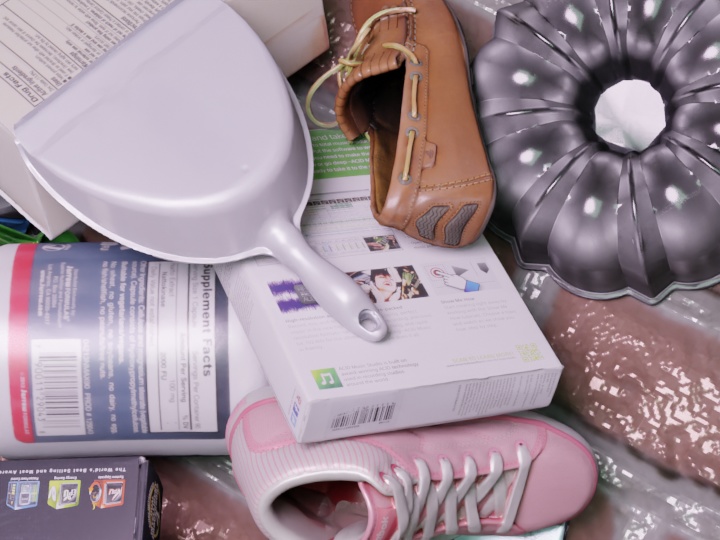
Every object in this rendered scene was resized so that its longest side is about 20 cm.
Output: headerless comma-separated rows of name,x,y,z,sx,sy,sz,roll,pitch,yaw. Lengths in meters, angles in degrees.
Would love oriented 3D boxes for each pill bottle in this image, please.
pill bottle,-0.099,0.043,1.159,0.200,0.120,0.120,-1,82,-2

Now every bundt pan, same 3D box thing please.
bundt pan,0.146,-0.085,1.153,0.202,0.076,0.202,-2,82,12

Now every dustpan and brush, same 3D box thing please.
dustpan and brush,-0.059,-0.038,1.067,0.140,0.057,0.200,-41,64,-20

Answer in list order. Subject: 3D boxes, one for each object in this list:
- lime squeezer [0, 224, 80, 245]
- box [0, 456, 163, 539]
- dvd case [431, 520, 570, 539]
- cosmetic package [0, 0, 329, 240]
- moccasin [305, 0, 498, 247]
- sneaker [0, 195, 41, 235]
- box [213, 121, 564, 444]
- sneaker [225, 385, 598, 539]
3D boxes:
lime squeezer,-0.146,-0.012,1.215,0.200,0.071,0.038,10,55,-16
box,-0.208,0.180,1.104,0.200,0.049,0.161,-1,64,7
dvd case,0.026,0.210,1.164,0.146,0.022,0.200,12,84,14
cosmetic package,-0.126,-0.121,1.162,0.200,0.087,0.103,-35,54,-20
moccasin,0.017,-0.093,1.148,0.078,0.074,0.202,8,49,-19
sneaker,-0.143,-0.075,1.216,0.200,0.073,0.082,-8,76,9
box,0.000,0.000,1.114,0.144,0.036,0.200,-6,47,-24
sneaker,0.032,0.117,1.084,0.200,0.105,0.075,9,113,-11
